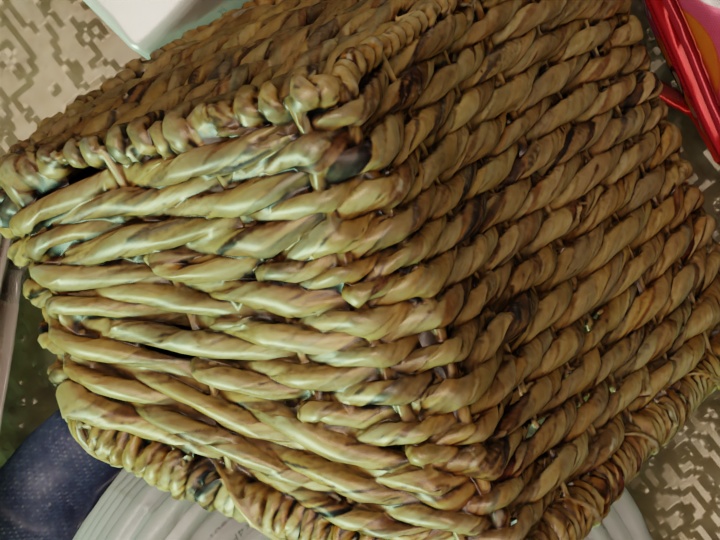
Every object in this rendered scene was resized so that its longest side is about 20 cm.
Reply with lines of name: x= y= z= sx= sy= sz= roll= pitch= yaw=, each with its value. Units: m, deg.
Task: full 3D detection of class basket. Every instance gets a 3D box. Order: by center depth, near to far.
basket: x=0.000 y=0.000 z=0.838 sx=0.142 sy=0.200 sz=0.149 roll=-14 pitch=105 yaw=31

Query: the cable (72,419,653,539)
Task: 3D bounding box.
cable: x=0.003 y=0.126 z=0.879 sx=0.200 sy=0.069 sz=0.200 roll=-46 pitch=101 yaw=-14

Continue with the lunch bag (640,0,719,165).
lunch bag: x=0.141 y=-0.116 z=0.898 sx=0.176 sy=0.082 sz=0.201 roll=-24 pitch=85 yaw=13

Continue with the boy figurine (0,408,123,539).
boy figurine: x=-0.114 y=0.130 z=0.936 sx=0.124 sy=0.064 sz=0.200 roll=37 pitch=94 yaw=10

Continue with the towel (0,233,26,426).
towel: x=-0.199 y=0.066 z=0.934 sx=0.199 sy=0.032 sz=0.192 roll=4 pitch=79 yaw=27

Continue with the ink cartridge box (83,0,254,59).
ink cartridge box: x=-0.042 y=-0.178 z=0.928 sx=0.145 sy=0.084 sz=0.200 roll=44 pitch=95 yaw=10
